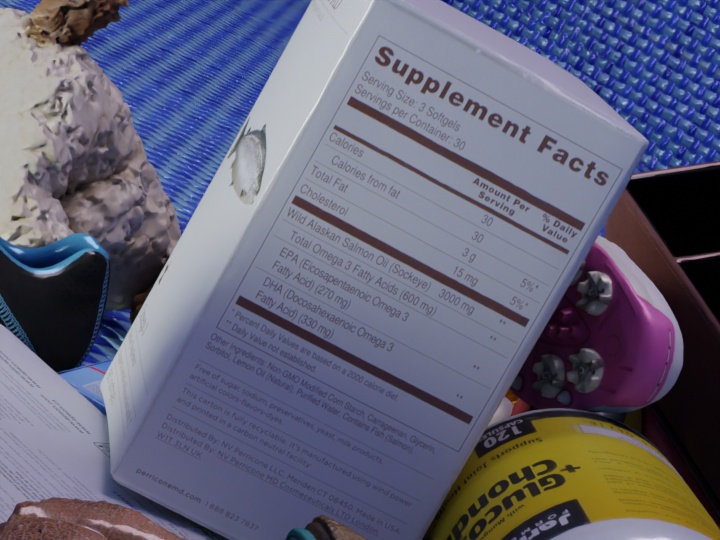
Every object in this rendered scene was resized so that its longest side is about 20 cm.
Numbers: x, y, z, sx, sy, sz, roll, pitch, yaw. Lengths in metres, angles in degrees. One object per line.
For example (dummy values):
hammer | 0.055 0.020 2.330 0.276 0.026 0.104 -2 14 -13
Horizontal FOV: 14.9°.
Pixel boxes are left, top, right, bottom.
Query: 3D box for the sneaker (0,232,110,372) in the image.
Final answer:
sneaker | -0.197 -0.007 1.118 0.200 0.082 0.073 21 13 -26

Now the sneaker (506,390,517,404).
sneaker | 0.080 0.053 1.319 0.200 0.073 0.077 64 -7 -30

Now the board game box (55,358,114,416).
board game box | -0.044 0.085 1.173 0.151 0.037 0.200 29 10 10

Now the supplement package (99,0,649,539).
supplement package | 0.000 0.000 1.020 0.117 0.200 0.117 28 9 -12

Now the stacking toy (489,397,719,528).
stacking toy | 0.115 0.103 1.238 0.200 0.146 0.146 18 11 -7

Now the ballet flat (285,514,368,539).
ballet flat | 0.019 0.136 0.854 0.065 0.071 0.200 -2 25 -9

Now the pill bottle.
pill bottle | 0.083 0.127 0.956 0.112 0.112 0.200 24 10 -13

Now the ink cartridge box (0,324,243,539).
ink cartridge box | -0.154 0.064 0.975 0.200 0.043 0.196 14 18 -48

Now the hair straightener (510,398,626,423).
hair straightener | 0.080 0.110 1.122 0.077 0.041 0.200 17 39 11

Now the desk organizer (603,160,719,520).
desk organizer | 0.169 0.040 1.178 0.072 0.077 0.200 -9 38 -16

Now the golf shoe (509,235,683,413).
golf shoe | 0.087 0.015 1.112 0.091 0.075 0.200 11 7 -26

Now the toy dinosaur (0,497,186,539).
toy dinosaur | -0.098 0.098 0.837 0.135 0.086 0.200 24 4 16

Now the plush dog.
plush dog | -0.151 -0.045 1.335 0.200 0.160 0.172 35 -14 32
